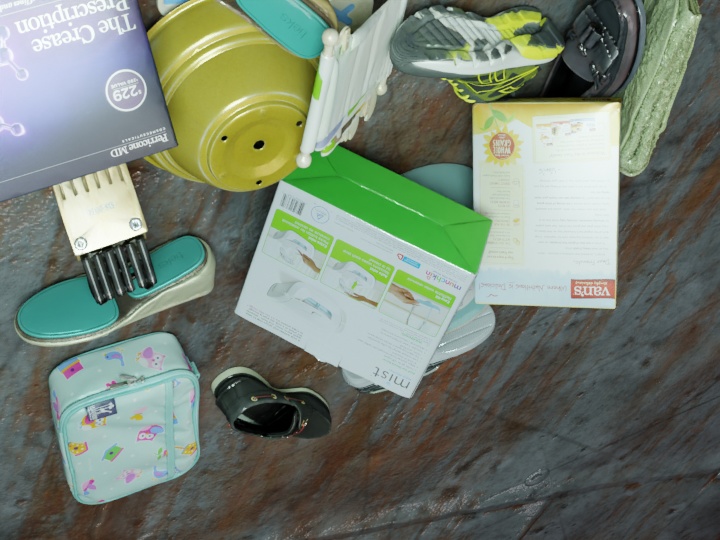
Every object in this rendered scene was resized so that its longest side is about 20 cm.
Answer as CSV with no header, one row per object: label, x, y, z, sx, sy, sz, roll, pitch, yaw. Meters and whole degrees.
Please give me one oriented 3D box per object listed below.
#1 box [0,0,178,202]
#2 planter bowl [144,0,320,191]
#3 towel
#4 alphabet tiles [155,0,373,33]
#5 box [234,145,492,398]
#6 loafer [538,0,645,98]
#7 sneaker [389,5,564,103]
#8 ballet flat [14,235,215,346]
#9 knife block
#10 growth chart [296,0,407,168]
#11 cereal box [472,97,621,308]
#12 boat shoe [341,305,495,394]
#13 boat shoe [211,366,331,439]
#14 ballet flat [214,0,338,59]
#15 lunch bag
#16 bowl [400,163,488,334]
box,-0.248,-0.134,0.785,0.197,0.079,0.143,-20,118,-13
planter bowl,-0.096,-0.128,0.907,0.197,0.084,0.202,-18,143,-14
towel,0.275,-0.207,1.043,0.036,0.150,0.202,5,138,-2
alphabet tiles,-0.071,-0.233,0.883,0.193,0.015,0.202,-12,140,-22
box,0.000,0.000,1.047,0.197,0.097,0.178,25,130,2
loafer,0.216,-0.194,1.042,0.062,0.073,0.201,-19,160,-12
sneaker,0.103,-0.186,0.993,0.198,0.075,0.085,-10,146,-36
ballet flat,-0.231,0.030,1.049,0.197,0.070,0.070,-21,143,-11
knife block,-0.232,-0.070,0.941,0.063,0.203,0.175,-19,-172,-14
growth chart,-0.002,-0.165,0.910,0.200,0.018,0.146,-53,165,-52
cereal box,0.182,-0.065,1.063,0.141,0.040,0.204,3,106,15
boat shoe,0.072,0.092,1.326,0.197,0.073,0.071,-21,153,6
boat shoe,-0.098,0.175,1.307,0.074,0.063,0.201,-42,143,14
ballet flat,-0.095,-0.231,0.807,0.068,0.064,0.199,-31,134,25
lunch bag,-0.249,0.161,1.175,0.158,0.078,0.202,-13,141,-20
bowl,0.077,-0.005,1.174,0.198,0.106,0.203,-17,141,-14
